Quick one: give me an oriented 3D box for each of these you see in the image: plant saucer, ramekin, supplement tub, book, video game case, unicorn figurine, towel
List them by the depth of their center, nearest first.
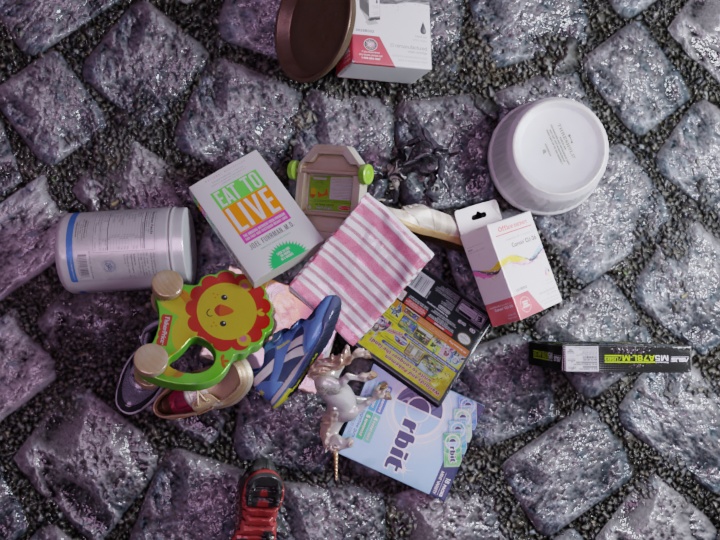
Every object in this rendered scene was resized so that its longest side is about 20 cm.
[{"bbox_3d":[0.000,0.000,1.201,0.146,0.030,0.200,41,100,0],"label":"towel"},{"bbox_3d":[-0.023,0.206,1.209,0.137,0.074,0.201,-25,110,5],"label":"unicorn figurine"},{"bbox_3d":[-0.372,-0.032,1.231,0.198,0.132,0.133,-3,87,-3],"label":"supplement tub"},{"bbox_3d":[-0.169,-0.083,1.237,0.133,0.048,0.200,-31,71,-21],"label":"book"},{"bbox_3d":[-0.072,-0.407,1.258,0.029,0.199,0.202,3,85,-42],"label":"plant saucer"},{"bbox_3d":[0.094,0.094,1.270,0.199,0.026,0.181,35,71,2],"label":"video game case"},{"bbox_3d":[0.320,-0.196,1.287,0.201,0.094,0.204,0,86,-2],"label":"ramekin"}]

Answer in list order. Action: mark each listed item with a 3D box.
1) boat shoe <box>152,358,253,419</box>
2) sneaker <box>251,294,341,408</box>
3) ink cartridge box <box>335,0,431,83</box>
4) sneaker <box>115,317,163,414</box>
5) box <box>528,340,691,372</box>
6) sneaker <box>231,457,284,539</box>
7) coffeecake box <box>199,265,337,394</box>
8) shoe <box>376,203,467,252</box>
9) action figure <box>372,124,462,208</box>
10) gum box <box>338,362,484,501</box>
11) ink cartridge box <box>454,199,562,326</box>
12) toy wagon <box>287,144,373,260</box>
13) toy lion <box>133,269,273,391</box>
[{"bbox_3d":[-0.250,0.192,1.203,0.199,0.069,0.074,-31,78,33],"label":"boat shoe"},{"bbox_3d":[-0.102,0.113,1.180,0.082,0.074,0.201,36,95,12],"label":"sneaker"},{"bbox_3d":[0.036,-0.425,1.277,0.146,0.083,0.202,-1,87,-21],"label":"ink cartridge box"},{"bbox_3d":[-0.337,0.143,1.229,0.075,0.114,0.201,33,86,0],"label":"sneaker"},{"bbox_3d":[0.388,0.136,1.221,0.198,0.193,0.048,1,84,-3],"label":"box"},{"bbox_3d":[-0.170,0.392,1.245,0.070,0.098,0.202,9,109,-14],"label":"sneaker"},{"bbox_3d":[-0.141,0.098,1.261,0.199,0.073,0.155,18,85,-2],"label":"coffeecake box"},{"bbox_3d":[0.103,-0.080,1.264,0.199,0.070,0.054,16,83,-30],"label":"shoe"},{"bbox_3d":[0.080,-0.161,1.271,0.199,0.102,0.120,-24,78,17],"label":"action figure"},{"bbox_3d":[0.081,0.260,1.274,0.199,0.045,0.171,24,86,0],"label":"gum box"},{"bbox_3d":[0.241,-0.023,1.262,0.116,0.067,0.201,-18,87,-38],"label":"ink cartridge box"},{"bbox_3d":[-0.054,-0.103,1.260,0.154,0.039,0.202,8,96,32],"label":"toy wagon"},{"bbox_3d":[-0.229,0.088,1.157,0.190,0.069,0.201,11,57,-10],"label":"toy lion"}]
